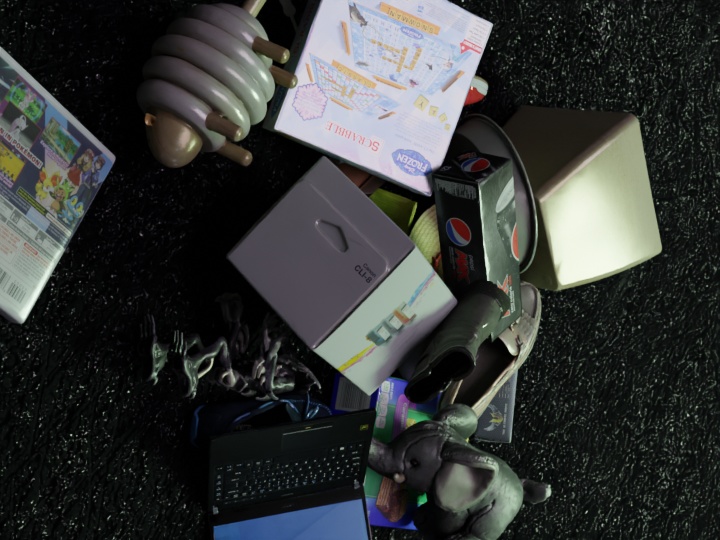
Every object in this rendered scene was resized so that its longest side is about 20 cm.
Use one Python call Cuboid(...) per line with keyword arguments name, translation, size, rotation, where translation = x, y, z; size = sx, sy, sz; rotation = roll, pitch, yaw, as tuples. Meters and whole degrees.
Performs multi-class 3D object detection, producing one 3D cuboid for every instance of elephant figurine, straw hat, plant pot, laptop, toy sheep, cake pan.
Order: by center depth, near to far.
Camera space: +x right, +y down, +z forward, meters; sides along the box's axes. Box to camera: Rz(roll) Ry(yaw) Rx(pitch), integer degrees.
Cuboid(name="toy sheep", translation=(-0.139, -0.184, 1.227), size=(0.138, 0.137, 0.201), rotation=(48, 64, -41))
Cuboid(name="laptop", translation=(-0.064, 0.254, 1.323), size=(0.175, 0.104, 0.201), rotation=(-8, 137, -16))
Cuboid(name="elephant figurine", translation=(0.095, 0.218, 1.429), size=(0.155, 0.141, 0.201), rotation=(-47, 131, -30))
Cuboid(name="straw hat", translation=(0.111, 0.020, 1.545), size=(0.201, 0.084, 0.203), rotation=(12, 90, -70))
Cuboid(name="cake pan", translation=(0.148, -0.088, 1.558), size=(0.036, 0.200, 0.202), rotation=(-17, 110, -18))
Cuboid(name="plant pot", translation=(0.247, -0.081, 1.677), size=(0.176, 0.199, 0.202), rotation=(-35, 120, -32))

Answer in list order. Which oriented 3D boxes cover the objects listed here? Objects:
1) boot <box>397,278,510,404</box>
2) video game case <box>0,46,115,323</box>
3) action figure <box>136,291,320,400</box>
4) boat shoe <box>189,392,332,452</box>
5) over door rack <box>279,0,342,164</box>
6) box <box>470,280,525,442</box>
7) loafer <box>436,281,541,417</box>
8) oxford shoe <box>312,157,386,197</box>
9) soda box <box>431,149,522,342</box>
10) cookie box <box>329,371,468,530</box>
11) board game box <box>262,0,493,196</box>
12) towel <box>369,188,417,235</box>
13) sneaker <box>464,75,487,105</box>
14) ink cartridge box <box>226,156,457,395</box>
Cuboid(name="boot", translation=(0.076, 0.096, 1.402), size=(0.068, 0.200, 0.131), rotation=(40, 48, -5))
Cuboid(name="video game case", translation=(-0.319, -0.083, 1.105), size=(0.200, 0.023, 0.184), rotation=(47, 59, -41))
Cuboid(name="action figure", translation=(-0.119, 0.080, 1.297), size=(0.199, 0.118, 0.103), rotation=(7, 95, -45))
Cuboid(name="boat shoe", translation=(-0.093, 0.176, 1.372), size=(0.199, 0.068, 0.085), rotation=(-7, 99, -50))
Cuboid(name="over door rack", translation=(0.002, -0.237, 1.410), size=(0.147, 0.066, 0.202), rotation=(-24, 106, -20))
Cuboid(name="box", translation=(0.173, 0.116, 1.637), size=(0.158, 0.050, 0.203), rotation=(69, 26, -85))
Cuboid(name="loafer", translation=(0.159, 0.100, 1.522), size=(0.201, 0.071, 0.063), rotation=(-58, 175, -10))
Cuboid(name="oxford shoe", translation=(-0.044, -0.078, 1.424), size=(0.071, 0.071, 0.200), rotation=(47, 57, -4))
Cuboid(name="soda box", translation=(0.132, -0.027, 1.425), size=(0.071, 0.063, 0.202), rotation=(-36, 130, -39))
Cuboid(name="cookie box", translation=(0.043, 0.220, 1.538), size=(0.199, 0.075, 0.173), rotation=(19, 78, -51))
Cuboid(name="board game box", translation=(0.020, -0.208, 1.363), size=(0.198, 0.041, 0.201), rotation=(22, 89, -25))
Cuboid(name="towel", translation=(0.000, 0.000, 1.471), size=(0.085, 0.018, 0.202), rotation=(20, 75, -10))
Cuboid(name="sneaker", translation=(0.078, -0.183, 1.540), size=(0.199, 0.071, 0.114), rotation=(-3, 93, -43))
Cuboid(name="ink cartridge box", translation=(-0.015, 0.010, 1.311), size=(0.145, 0.145, 0.200), rotation=(-45, 155, -2))
